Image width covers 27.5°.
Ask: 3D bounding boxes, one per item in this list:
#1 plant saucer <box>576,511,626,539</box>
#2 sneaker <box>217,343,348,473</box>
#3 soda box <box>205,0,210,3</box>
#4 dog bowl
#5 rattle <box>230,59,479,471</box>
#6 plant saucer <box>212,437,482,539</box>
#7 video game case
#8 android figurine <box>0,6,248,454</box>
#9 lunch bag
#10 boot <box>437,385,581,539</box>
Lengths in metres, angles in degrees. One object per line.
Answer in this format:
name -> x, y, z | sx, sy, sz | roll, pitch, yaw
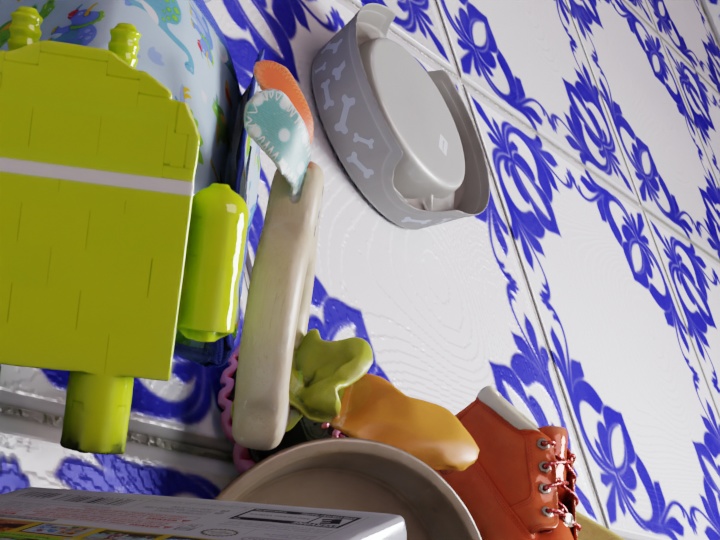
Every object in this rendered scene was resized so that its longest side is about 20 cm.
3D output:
plant saucer -> 0.159, 0.241, 1.051 | 0.200, 0.049, 0.200 | 29, 18, 17
sneaker -> -0.026, 0.112, 0.855 | 0.079, 0.095, 0.200 | 34, 36, -43
soda box -> -0.140, -0.219, 0.998 | 0.068, 0.064, 0.200 | 62, 24, -2
dog bowl -> 0.033, -0.124, 1.247 | 0.200, 0.059, 0.200 | 44, 31, -36
rattle -> 0.000, 0.000, 0.779 | 0.130, 0.143, 0.200 | -3, 104, -72
plant saucer -> -0.018, 0.185, 0.755 | 0.200, 0.029, 0.200 | 0, 90, -32
video game case -> -0.109, 0.115, 0.574 | 0.182, 0.200, 0.023 | -4, 94, -64
android figurine -> -0.142, -0.019, 0.675 | 0.041, 0.182, 0.200 | -175, -90, -76
lunch bag -> -0.119, -0.066, 0.824 | 0.170, 0.127, 0.200 | -86, 151, -45
boot -> 0.116, 0.158, 0.963 | 0.200, 0.107, 0.075 | 41, -2, 37
